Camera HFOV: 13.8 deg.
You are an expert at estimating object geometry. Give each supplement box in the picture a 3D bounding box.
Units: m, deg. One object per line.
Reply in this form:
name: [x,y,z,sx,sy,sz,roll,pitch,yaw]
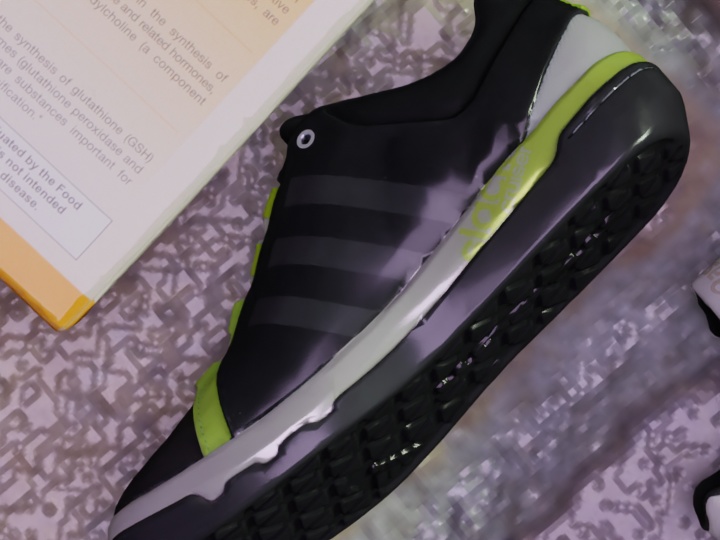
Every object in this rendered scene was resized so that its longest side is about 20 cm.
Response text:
supplement box: [-0.055,-0.098,0.778,0.126,0.074,0.200,43,88,-2]

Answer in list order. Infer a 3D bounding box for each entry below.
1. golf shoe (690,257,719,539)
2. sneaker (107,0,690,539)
golf shoe: [0.138,-0.013,0.788,0.094,0.078,0.200,7,88,-2]
sneaker: [0.000,0.000,0.796,0.200,0.072,0.083,-43,68,-3]
